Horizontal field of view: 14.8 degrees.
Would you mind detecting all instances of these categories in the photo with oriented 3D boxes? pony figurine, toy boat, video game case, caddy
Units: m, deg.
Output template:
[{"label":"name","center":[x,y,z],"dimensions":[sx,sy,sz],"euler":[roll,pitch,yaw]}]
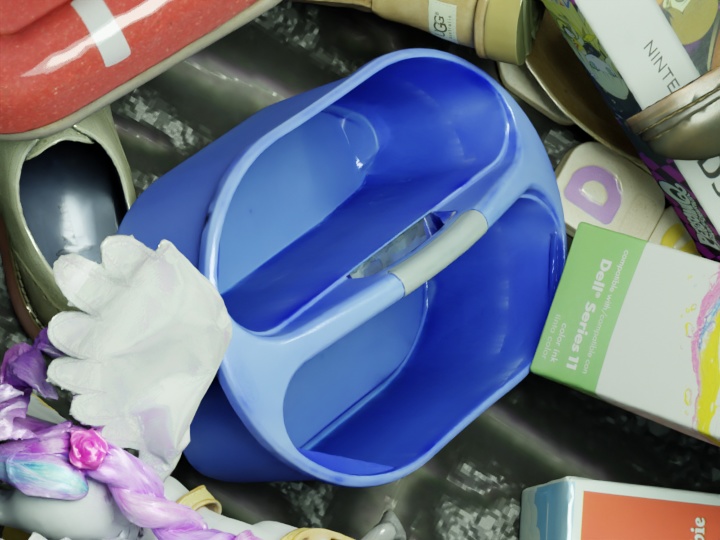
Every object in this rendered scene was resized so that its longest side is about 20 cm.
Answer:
[{"label":"pony figurine","center":[-0.097,0.076,0.980],"dimensions":[0.193,0.199,0.167],"euler":[31,78,-55]},{"label":"toy boat","center":[-0.099,-0.149,1.025],"dimensions":[0.200,0.131,0.131],"euler":[-32,69,-7]},{"label":"video game case","center":[0.179,-0.123,1.125],"dimensions":[0.200,0.036,0.181],"euler":[-45,131,-10]},{"label":"caddy","center":[0.000,0.000,1.080],"dimensions":[0.200,0.105,0.142],"euler":[-38,107,-40]}]

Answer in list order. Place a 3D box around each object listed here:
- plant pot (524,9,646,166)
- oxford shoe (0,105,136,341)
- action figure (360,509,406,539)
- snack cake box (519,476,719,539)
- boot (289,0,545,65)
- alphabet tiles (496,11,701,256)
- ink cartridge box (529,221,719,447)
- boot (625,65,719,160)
[{"label":"plant pot","center":[0.145,-0.135,1.204],"dimensions":[0.199,0.027,0.201],"euler":[3,79,-16]},{"label":"oxford shoe","center":[-0.125,-0.066,1.103],"dimensions":[0.071,0.074,0.201],"euler":[-21,88,-18]},{"label":"action figure","center":[-0.063,0.150,1.070],"dimensions":[0.193,0.105,0.201],"euler":[-19,83,-10]},{"label":"snack cake box","center":[0.121,0.191,1.141],"dimensions":[0.114,0.067,0.201],"euler":[7,79,-14]},{"label":"boot","center":[-0.006,-0.174,1.134],"dimensions":[0.199,0.066,0.176],"euler":[16,53,13]},{"label":"alphabet tiles","center":[0.165,-0.083,1.224],"dimensions":[0.195,0.015,0.201],"euler":[33,74,-9]},{"label":"ink cartridge box","center":[0.178,0.047,1.067],"dimensions":[0.117,0.200,0.068],"euler":[21,89,-43]},{"label":"boot","center":[0.196,-0.045,1.077],"dimensions":[0.199,0.075,0.097],"euler":[-15,83,-32]}]
